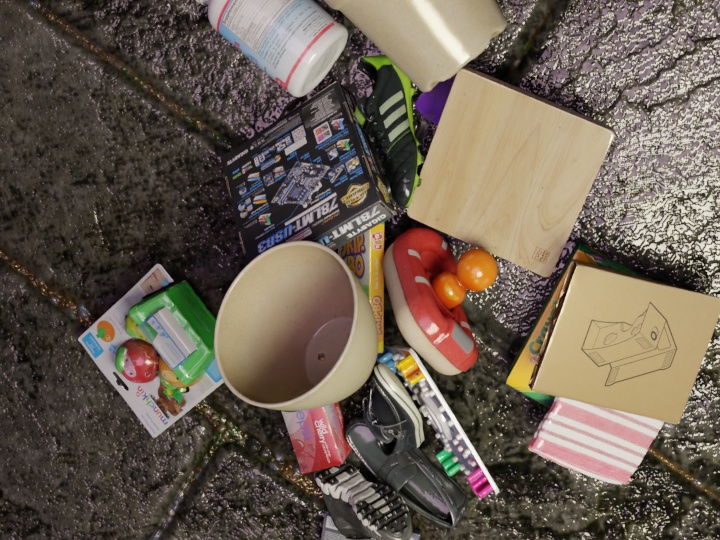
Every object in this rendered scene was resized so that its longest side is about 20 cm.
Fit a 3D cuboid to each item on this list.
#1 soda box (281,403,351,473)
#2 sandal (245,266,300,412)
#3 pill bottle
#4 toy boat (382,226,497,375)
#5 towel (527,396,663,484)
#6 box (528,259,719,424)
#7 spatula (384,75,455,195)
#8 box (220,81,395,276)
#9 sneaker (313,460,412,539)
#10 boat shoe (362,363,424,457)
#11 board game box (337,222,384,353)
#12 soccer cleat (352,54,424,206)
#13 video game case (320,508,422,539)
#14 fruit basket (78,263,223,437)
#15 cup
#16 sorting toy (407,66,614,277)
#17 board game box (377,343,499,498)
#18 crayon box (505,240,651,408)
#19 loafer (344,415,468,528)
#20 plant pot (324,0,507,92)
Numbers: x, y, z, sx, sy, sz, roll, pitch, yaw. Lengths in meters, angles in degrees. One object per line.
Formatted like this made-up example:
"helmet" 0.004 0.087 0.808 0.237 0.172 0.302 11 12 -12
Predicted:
"soda box" -0.074 0.168 1.413 0.063 0.070 0.202 -17 96 15
"sandal" -0.112 0.088 1.344 0.081 0.055 0.203 -8 92 15
"pill bottle" -0.121 -0.322 1.308 0.200 0.109 0.109 40 108 4
"toy boat" 0.111 0.020 1.273 0.130 0.201 0.130 -34 128 16
"towel" 0.311 0.161 1.279 0.145 0.030 0.202 22 104 -17
"box" 0.315 0.086 1.226 0.198 0.021 0.165 14 105 -12
"spatula" 0.070 -0.163 1.334 0.056 0.020 0.201 38 110 18
"box" -0.073 -0.109 1.317 0.199 0.050 0.200 -30 58 17
"sneaker" 0.009 0.330 1.391 0.199 0.066 0.091 25 131 52
"boat shoe" 0.037 0.183 1.307 0.062 0.201 0.075 -30 60 -9
"board game box" 0.000 0.000 1.353 0.030 0.095 0.203 -3 101 -27
"soccer cleat" 0.032 -0.174 1.285 0.080 0.068 0.202 1 72 -14
"video game case" 0.005 0.449 1.476 0.141 0.019 0.203 11 104 13
"fruit basket" -0.289 0.117 1.449 0.199 0.094 0.186 -38 90 21
"cup" -0.057 0.084 1.249 0.198 0.143 0.203 -12 64 26
"sorting toy" 0.184 -0.127 1.275 0.197 0.070 0.202 24 118 8
"board game box" 0.091 0.187 1.310 0.026 0.200 0.201 -32 92 -8
"crayon box" 0.281 0.080 1.308 0.118 0.058 0.202 27 106 6
"loafer" 0.060 0.272 1.398 0.200 0.070 0.068 39 108 5
"plant pot" 0.070 -0.323 1.228 0.200 0.201 0.184 -36 101 18
